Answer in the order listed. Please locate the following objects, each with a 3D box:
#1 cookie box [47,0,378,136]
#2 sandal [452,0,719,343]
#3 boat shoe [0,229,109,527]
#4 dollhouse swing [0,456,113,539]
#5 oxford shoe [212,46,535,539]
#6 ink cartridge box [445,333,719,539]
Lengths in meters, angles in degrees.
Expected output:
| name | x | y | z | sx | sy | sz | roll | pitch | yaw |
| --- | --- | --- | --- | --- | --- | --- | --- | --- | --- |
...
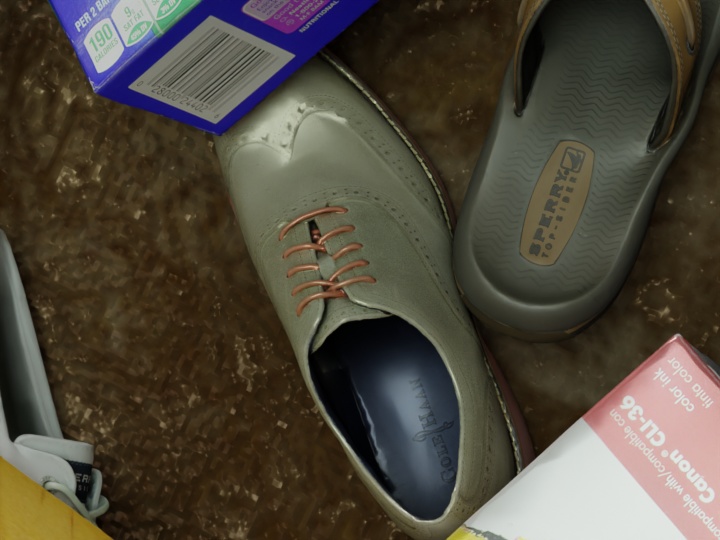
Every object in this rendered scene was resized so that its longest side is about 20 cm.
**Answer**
| name | x | y | z | sx | sy | sz | roll | pitch | yaw |
| --- | --- | --- | --- | --- | --- | --- | --- | --- | --- |
| cookie box | -0.049 | -0.178 | 0.880 | 0.171 | 0.075 | 0.200 | -39 | 61 | 20 |
| sandal | 0.077 | -0.076 | 0.875 | 0.081 | 0.055 | 0.201 | 17 | 75 | 14 |
| boat shoe | -0.122 | 0.077 | 0.905 | 0.067 | 0.074 | 0.201 | -24 | 79 | 9 |
| dollhouse swing | -0.151 | 0.169 | 0.807 | 0.200 | 0.182 | 0.176 | 38 | 103 | -18 |
| oxford shoe | 0.000 | 0.000 | 0.883 | 0.071 | 0.074 | 0.201 | -31 | 77 | 9 |
| ink cartridge box | 0.054 | 0.114 | 0.835 | 0.200 | 0.116 | 0.068 | -42 | 75 | 5 |
